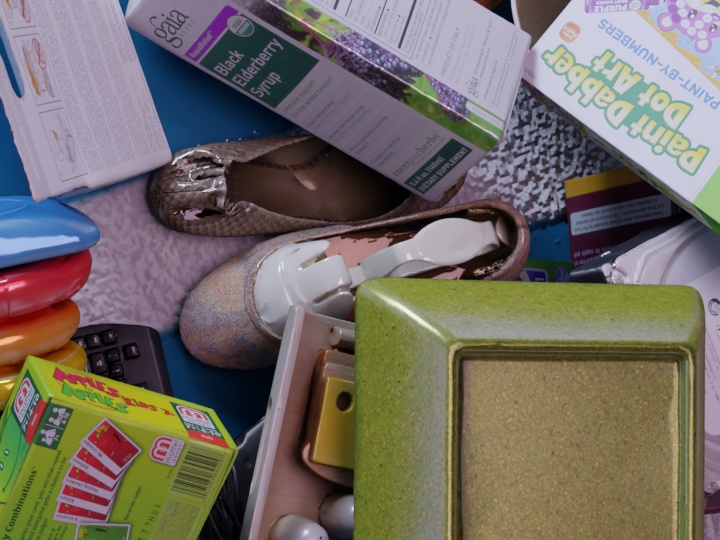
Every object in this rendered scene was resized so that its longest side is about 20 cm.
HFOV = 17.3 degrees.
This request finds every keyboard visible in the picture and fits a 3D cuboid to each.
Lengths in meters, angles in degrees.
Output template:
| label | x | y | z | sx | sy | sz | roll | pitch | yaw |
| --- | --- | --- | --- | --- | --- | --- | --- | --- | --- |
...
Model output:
| label | x | y | z | sx | sy | sz | roll | pitch | yaw |
| --- | --- | --- | --- | --- | --- | --- | --- | --- | --- |
| keyboard | -0.106 | 0.122 | 1.195 | 0.104 | 0.040 | 0.201 | -14 | 85 | -6 |

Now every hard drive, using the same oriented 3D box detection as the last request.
| label | x | y | z | sx | sy | sz | roll | pitch | yaw |
| --- | --- | --- | --- | --- | --- | --- | --- | --- | --- |
| hard drive | 0.221 | 0.023 | 1.297 | 0.199 | 0.038 | 0.140 | -26 | 97 | -30 |

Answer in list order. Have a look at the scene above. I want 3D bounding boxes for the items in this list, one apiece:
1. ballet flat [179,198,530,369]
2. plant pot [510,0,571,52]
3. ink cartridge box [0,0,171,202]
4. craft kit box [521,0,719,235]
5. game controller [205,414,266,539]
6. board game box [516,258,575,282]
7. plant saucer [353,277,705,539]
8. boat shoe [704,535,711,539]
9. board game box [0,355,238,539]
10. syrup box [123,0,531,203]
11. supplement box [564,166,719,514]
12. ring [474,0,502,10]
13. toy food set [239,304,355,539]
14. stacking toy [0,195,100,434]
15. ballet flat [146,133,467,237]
| label | x | y | z | sx | sy | sz | roll | pitch | yaw |
| --- | --- | --- | --- | --- | --- | --- | --- | --- | --- |
| ballet flat | 0.000 | 0.000 | 1.258 | 0.199 | 0.067 | 0.068 | -19 | 84 | -15 |
| plant pot | 0.201 | -0.149 | 1.367 | 0.134 | 0.199 | 0.201 | 41 | 59 | -62 |
| ink cartridge box | -0.164 | -0.112 | 1.145 | 0.200 | 0.050 | 0.162 | -32 | 104 | -73 |
| craft kit box | 0.216 | -0.122 | 1.252 | 0.198 | 0.200 | 0.048 | -52 | 151 | 2 |
| game controller | -0.019 | 0.119 | 1.257 | 0.200 | 0.042 | 0.104 | -37 | 80 | -18 |
| board game box | 0.059 | 0.091 | 1.328 | 0.134 | 0.029 | 0.201 | 4 | 82 | -30 |
| plant saucer | 0.096 | 0.105 | 1.183 | 0.199 | 0.048 | 0.201 | 1 | 88 | -23 |
| boat shoe | 0.222 | 0.243 | 1.381 | 0.057 | 0.069 | 0.201 | -38 | 105 | -27 |
| board game box | -0.148 | 0.150 | 1.139 | 0.101 | 0.048 | 0.201 | 18 | 104 | -26 |
| syrup box | -0.017 | -0.128 | 1.257 | 0.199 | 0.079 | 0.082 | 29 | 54 | -15 |
| supplement box | 0.188 | 0.039 | 1.361 | 0.085 | 0.110 | 0.201 | -1 | 85 | -29 |
| ring | 0.032 | -0.240 | 1.360 | 0.200 | 0.019 | 0.202 | 4 | 81 | -29 |
| toy food set | 0.034 | 0.107 | 1.207 | 0.199 | 0.060 | 0.144 | 15 | 83 | -30 |
| stacking toy | -0.174 | 0.069 | 1.165 | 0.115 | 0.110 | 0.201 | -13 | 102 | -15 |
| ballet flat | -0.021 | -0.051 | 1.289 | 0.199 | 0.046 | 0.068 | -6 | 87 | -30 |
